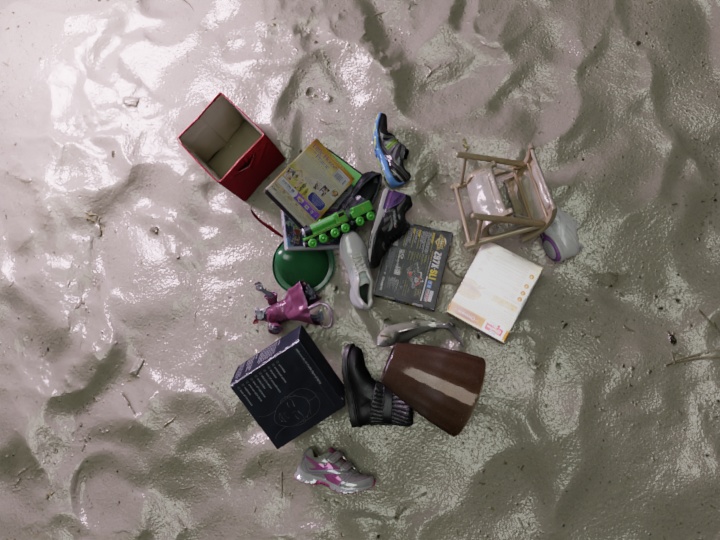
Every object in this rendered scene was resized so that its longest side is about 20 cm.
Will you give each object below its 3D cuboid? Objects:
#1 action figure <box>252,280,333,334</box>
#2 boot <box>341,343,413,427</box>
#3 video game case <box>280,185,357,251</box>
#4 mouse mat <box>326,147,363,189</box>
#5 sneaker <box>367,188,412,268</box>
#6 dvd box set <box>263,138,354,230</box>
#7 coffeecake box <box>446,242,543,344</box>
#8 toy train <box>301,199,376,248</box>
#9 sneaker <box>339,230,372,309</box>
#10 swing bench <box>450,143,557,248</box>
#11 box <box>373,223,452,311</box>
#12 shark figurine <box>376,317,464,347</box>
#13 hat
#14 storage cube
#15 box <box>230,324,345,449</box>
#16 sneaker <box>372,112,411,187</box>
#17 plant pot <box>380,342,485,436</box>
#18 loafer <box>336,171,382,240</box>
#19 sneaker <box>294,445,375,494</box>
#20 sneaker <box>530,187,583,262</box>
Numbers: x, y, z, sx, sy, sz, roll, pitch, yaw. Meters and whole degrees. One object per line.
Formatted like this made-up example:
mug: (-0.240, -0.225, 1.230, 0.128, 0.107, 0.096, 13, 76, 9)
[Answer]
action figure: (-0.190, 0.096, 1.464, 0.199, 0.149, 0.135, -17, 68, 27)
boot: (0.045, 0.275, 1.384, 0.156, 0.079, 0.213, -9, 90, 16)
video game case: (-0.106, -0.143, 1.455, 0.198, 0.023, 0.184, -3, 81, -27)
mouse mat: (-0.101, -0.213, 1.533, 0.161, 0.008, 0.201, 38, 90, 14)
sneaker: (0.075, -0.099, 1.401, 0.087, 0.076, 0.202, 13, 82, 9)
dvd box set: (-0.125, -0.213, 1.429, 0.146, 0.029, 0.200, 44, 65, -12)
coffeecake box: (0.320, 0.051, 1.374, 0.153, 0.073, 0.201, 29, 87, 15)
toy train: (-0.054, -0.115, 1.393, 0.199, 0.042, 0.057, -25, 100, -12)
sneaker: (0.000, 0.000, 1.414, 0.070, 0.080, 0.202, -14, 96, -13)
swing bench: (0.332, -0.175, 1.350, 0.198, 0.130, 0.200, -6, 57, -1)
box: (0.132, -0.014, 1.433, 0.158, 0.049, 0.202, 13, 82, 11)
shark figurine: (0.135, 0.164, 1.403, 0.212, 0.128, 0.090, -7, 105, -8)
hat: (-0.177, -0.037, 1.429, 0.198, 0.176, 0.167, 14, 81, 13)
storage cube: (-0.333, -0.316, 1.506, 0.200, 0.180, 0.171, 44, 91, 13)
box: (-0.169, 0.276, 1.370, 0.196, 0.124, 0.201, -32, 102, 5)
sneaker: (0.081, -0.314, 1.490, 0.082, 0.071, 0.201, -15, 79, -6)
plant pot: (0.153, 0.245, 1.295, 0.198, 0.187, 0.188, 23, 85, 1)
loafer: (-0.006, -0.168, 1.452, 0.068, 0.070, 0.202, 36, 72, -22)
sneaker: (-0.059, 0.474, 1.372, 0.198, 0.081, 0.089, 9, 84, 11)
sneaker: (0.468, -0.120, 1.387, 0.099, 0.075, 0.202, -18, 77, -12)
